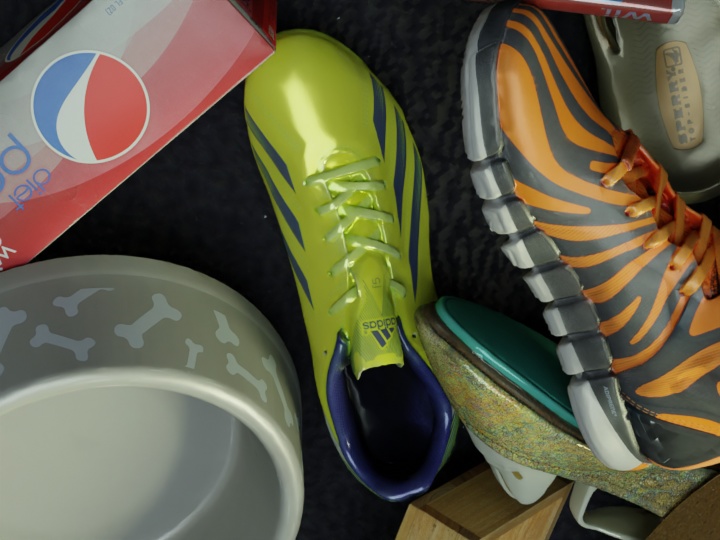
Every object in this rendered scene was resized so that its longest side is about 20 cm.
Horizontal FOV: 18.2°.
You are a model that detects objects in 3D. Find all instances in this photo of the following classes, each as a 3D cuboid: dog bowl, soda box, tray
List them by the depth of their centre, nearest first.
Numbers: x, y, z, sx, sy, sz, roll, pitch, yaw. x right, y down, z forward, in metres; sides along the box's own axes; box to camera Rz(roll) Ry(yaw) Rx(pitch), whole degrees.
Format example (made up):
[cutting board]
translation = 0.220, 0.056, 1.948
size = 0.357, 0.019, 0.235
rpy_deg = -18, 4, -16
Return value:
[soda box]
translation = -0.126, -0.056, 0.888
size = 0.200, 0.070, 0.063
rpy_deg = -39, 109, 15
[dog bowl]
translation = -0.114, 0.090, 0.918
size = 0.200, 0.059, 0.200
rpy_deg = -9, 130, -11
[tray]
translation = 0.022, 0.178, 0.971
size = 0.037, 0.099, 0.200
rpy_deg = 30, 113, 21

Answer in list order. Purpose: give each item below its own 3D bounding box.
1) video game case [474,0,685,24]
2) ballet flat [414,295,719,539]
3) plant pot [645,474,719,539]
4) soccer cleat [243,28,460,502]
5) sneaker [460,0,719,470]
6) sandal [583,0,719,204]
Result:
[video game case]
translation = 0.026, -0.172, 0.827
size = 0.200, 0.017, 0.143
rpy_deg = 7, 81, 0
[ballet flat]
translation = 0.094, 0.073, 0.927
size = 0.200, 0.071, 0.071
rpy_deg = 22, 112, -29
[plant pot]
translation = 0.219, 0.194, 0.896
size = 0.186, 0.200, 0.187
rpy_deg = -10, 128, -12
[soccer cleat]
translation = 0.001, 0.000, 0.904
size = 0.065, 0.084, 0.200
rpy_deg = -13, 113, 5
[sneaker]
translation = 0.116, -0.017, 0.824
size = 0.112, 0.078, 0.200
rpy_deg = -9, 121, 31
[sandal]
translation = 0.112, -0.116, 0.870
size = 0.080, 0.054, 0.200
rpy_deg = -14, 106, 5
